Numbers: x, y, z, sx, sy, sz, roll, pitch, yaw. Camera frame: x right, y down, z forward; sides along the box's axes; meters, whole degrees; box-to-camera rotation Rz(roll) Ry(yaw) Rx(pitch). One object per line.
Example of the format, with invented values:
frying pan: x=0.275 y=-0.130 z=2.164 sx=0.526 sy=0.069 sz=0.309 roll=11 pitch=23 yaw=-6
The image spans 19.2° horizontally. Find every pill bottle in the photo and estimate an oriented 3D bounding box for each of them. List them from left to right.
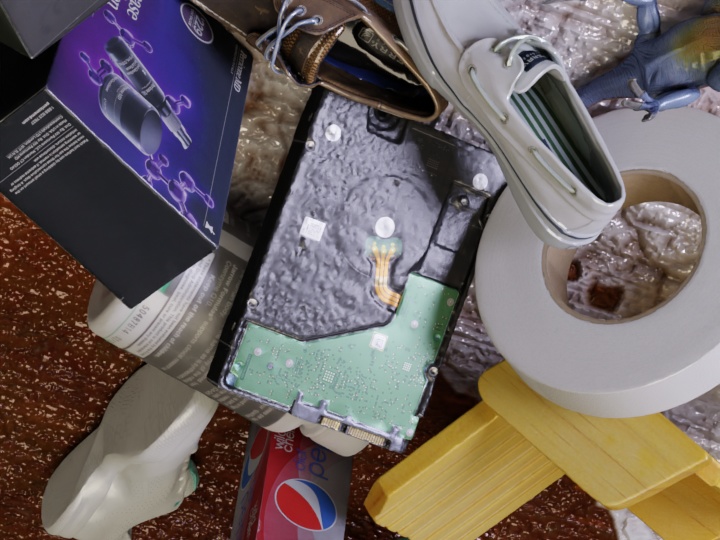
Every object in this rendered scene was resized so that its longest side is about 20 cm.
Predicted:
pill bottle: x=-0.070 y=0.036 z=1.405 sx=0.199 sy=0.114 sz=0.113 roll=31 pitch=124 yaw=-17

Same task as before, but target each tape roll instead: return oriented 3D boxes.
tape roll: x=0.165 y=-0.008 z=1.297 sx=0.201 sy=0.204 sz=0.037 roll=-20 pitch=143 yaw=19

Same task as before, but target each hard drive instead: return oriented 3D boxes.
hard drive: x=0.000 y=0.000 z=1.345 sx=0.139 sy=0.038 sz=0.202 roll=20 pitch=89 yaw=-18

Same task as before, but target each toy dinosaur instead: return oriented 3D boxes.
toy dinosaur: x=0.198 y=-0.115 z=1.288 sx=0.199 sy=0.106 sz=0.181 roll=19 pitch=149 yaw=-25

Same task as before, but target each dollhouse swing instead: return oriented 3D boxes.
dollhouse swing: x=0.137 y=0.156 z=1.389 sx=0.176 sy=0.182 sz=0.200 roll=-50 pitch=153 yaw=1

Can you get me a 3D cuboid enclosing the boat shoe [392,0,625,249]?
boat shoe: x=0.096 y=-0.111 z=1.258 sx=0.201 sy=0.073 sz=0.067 roll=55 pitch=147 yaw=3

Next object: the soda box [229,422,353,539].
soda box: x=-0.048 y=0.160 z=1.443 sx=0.063 sy=0.201 sz=0.070 roll=22 pitch=126 yaw=-11

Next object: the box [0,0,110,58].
box: x=-0.204 y=-0.226 z=1.143 sx=0.124 sy=0.200 sz=0.149 roll=-39 pitch=125 yaw=-16

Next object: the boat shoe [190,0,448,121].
boat shoe: x=-0.028 y=-0.152 z=1.282 sx=0.198 sy=0.073 sz=0.073 roll=21 pitch=127 yaw=-11

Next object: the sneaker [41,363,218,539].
sneaker: x=-0.144 y=0.133 z=1.524 sx=0.088 sy=0.076 sz=0.200 roll=23 pitch=133 yaw=-29

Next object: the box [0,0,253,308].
box: x=-0.144 y=-0.098 z=1.252 sx=0.079 sy=0.201 sz=0.141 roll=-30 pitch=120 yaw=25
